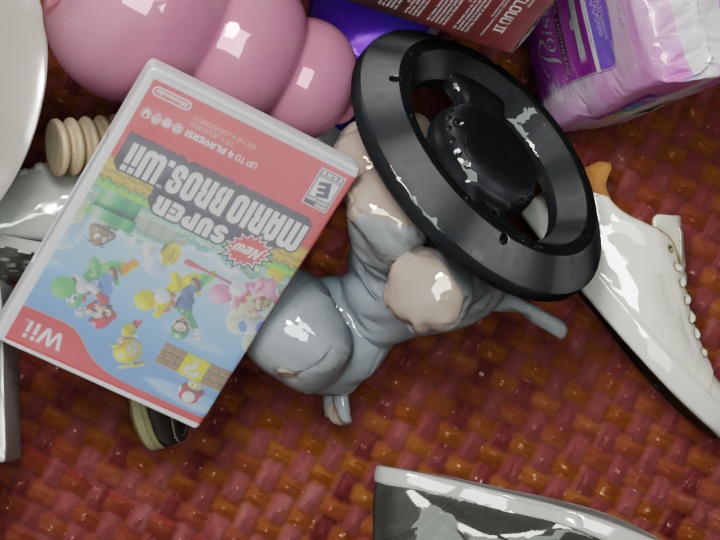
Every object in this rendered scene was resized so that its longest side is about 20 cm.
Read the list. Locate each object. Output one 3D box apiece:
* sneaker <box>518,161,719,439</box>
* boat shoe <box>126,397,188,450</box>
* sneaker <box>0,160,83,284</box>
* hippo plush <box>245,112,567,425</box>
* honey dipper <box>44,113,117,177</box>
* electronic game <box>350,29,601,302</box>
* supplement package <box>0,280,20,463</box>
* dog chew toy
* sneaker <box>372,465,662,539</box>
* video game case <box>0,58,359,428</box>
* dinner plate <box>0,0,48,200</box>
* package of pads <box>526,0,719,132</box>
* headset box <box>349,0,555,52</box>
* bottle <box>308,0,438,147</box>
[{"bbox_3d":[0.195,0.015,1.635,0.085,0.073,0.200,-38,88,-2],"label":"sneaker"},{"bbox_3d":[-0.116,0.031,1.577,0.065,0.073,0.200,-1,128,2],"label":"boat shoe"},{"bbox_3d":[-0.199,-0.038,1.626,0.200,0.076,0.081,0,76,-9],"label":"sneaker"},{"bbox_3d":[0.000,0.000,1.604,0.161,0.200,0.159,-29,73,21],"label":"hippo plush"},{"bbox_3d":[-0.103,-0.087,1.619,0.200,0.038,0.038,-7,86,-26],"label":"honey dipper"},{"bbox_3d":[0.073,-0.066,1.553,0.200,0.200,0.042,49,122,1],"label":"electronic game"},{"bbox_3d":[-0.318,0.066,1.584,0.200,0.117,0.117,-2,86,-2],"label":"supplement package"},{"bbox_3d":[-0.090,-0.142,1.531,0.200,0.125,0.125,25,85,-21],"label":"dog chew toy"},{"bbox_3d":[0.098,0.193,1.624,0.200,0.071,0.099,12,87,4],"label":"sneaker"},{"bbox_3d":[-0.111,-0.013,1.511,0.143,0.017,0.200,26,111,-19],"label":"video game case"},{"bbox_3d":[-0.268,-0.111,1.576,0.024,0.200,0.200,15,84,-44],"label":"dinner plate"},{"bbox_3d":[0.168,-0.161,1.580,0.076,0.200,0.121,-9,87,-18],"label":"package of pads"},{"bbox_3d":[0.041,-0.230,1.517,0.200,0.075,0.149,17,61,-15],"label":"headset box"},{"bbox_3d":[0.010,-0.166,1.629,0.083,0.065,0.200,21,77,18],"label":"bottle"}]
